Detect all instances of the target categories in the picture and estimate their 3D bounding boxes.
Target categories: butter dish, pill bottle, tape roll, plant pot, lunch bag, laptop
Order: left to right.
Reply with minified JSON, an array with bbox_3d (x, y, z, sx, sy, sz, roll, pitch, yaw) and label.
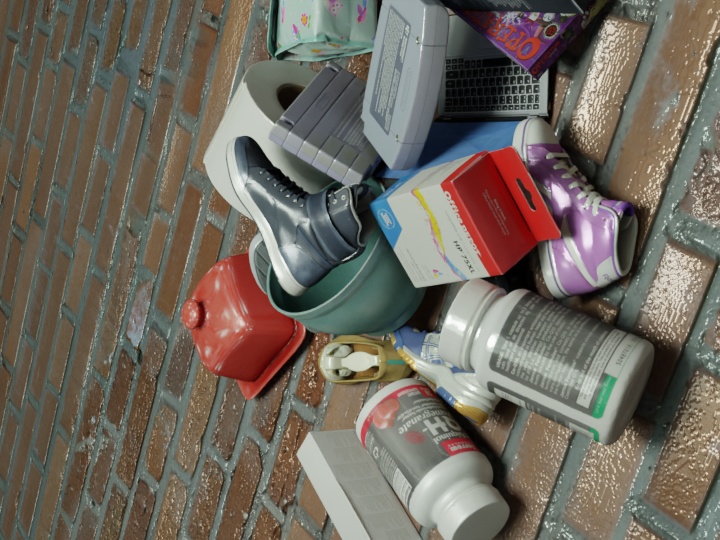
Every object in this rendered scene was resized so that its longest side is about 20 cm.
[{"bbox_3d":[-0.196,0.067,1.665,0.200,0.147,0.201,-48,53,38],"label":"butter dish"},{"bbox_3d":[-0.092,-0.165,1.507,0.140,0.201,0.203,-57,47,33],"label":"tape roll"},{"bbox_3d":[-0.064,-0.379,1.552,0.200,0.121,0.172,7,96,60],"label":"lunch bag"},{"bbox_3d":[0.000,0.000,1.399,0.200,0.134,0.201,-31,39,29],"label":"plant pot"},{"bbox_3d":[0.087,0.231,1.325,0.200,0.110,0.111,50,125,40],"label":"pill bottle"},{"bbox_3d":[0.116,-0.206,1.309,0.187,0.115,0.202,8,100,51],"label":"laptop"},{"bbox_3d":[0.188,0.088,1.150,0.199,0.113,0.114,24,108,23],"label":"pill bottle"}]

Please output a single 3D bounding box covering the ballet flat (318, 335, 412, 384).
[{"bbox_3d":[-0.011,0.117,1.494,0.199,0.063,0.069,-12,81,51],"label":"ballet flat"}]

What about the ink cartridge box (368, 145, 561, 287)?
[{"bbox_3d":[0.109,-0.054,1.213,0.199,0.067,0.117,-12,113,57],"label":"ink cartridge box"}]

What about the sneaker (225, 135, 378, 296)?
[{"bbox_3d":[-0.063,-0.093,1.307,0.146,0.077,0.203,-31,82,29],"label":"sneaker"}]

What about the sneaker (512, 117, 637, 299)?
[{"bbox_3d":[0.236,-0.080,1.196,0.114,0.072,0.202,-23,80,45],"label":"sneaker"}]

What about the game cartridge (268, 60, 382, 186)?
[{"bbox_3d":[-0.022,-0.181,1.399,0.129,0.200,0.038,35,127,-3],"label":"game cartridge"}]

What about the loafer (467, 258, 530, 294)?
[{"bbox_3d":[0.161,0.041,1.283,0.070,0.068,0.202,-46,49,50],"label":"loafer"}]

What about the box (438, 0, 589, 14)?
[{"bbox_3d":[0.165,-0.372,1.219,0.199,0.107,0.149,16,79,45],"label":"box"}]

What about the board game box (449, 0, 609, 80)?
[{"bbox_3d":[0.179,-0.310,1.270,0.120,0.032,0.200,-51,46,12],"label":"board game box"}]

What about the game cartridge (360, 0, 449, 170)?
[{"bbox_3d":[0.050,-0.225,1.289,0.133,0.041,0.201,54,140,48],"label":"game cartridge"}]

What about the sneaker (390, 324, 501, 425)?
[{"bbox_3d":[0.113,0.105,1.348,0.088,0.075,0.200,-53,39,1],"label":"sneaker"}]

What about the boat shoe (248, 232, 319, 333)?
[{"bbox_3d":[-0.102,0.009,1.530,0.073,0.201,0.067,-32,43,-3],"label":"boat shoe"}]

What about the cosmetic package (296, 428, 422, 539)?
[{"bbox_3d":[-0.002,0.297,1.458,0.200,0.082,0.051,56,131,38],"label":"cosmetic package"}]
